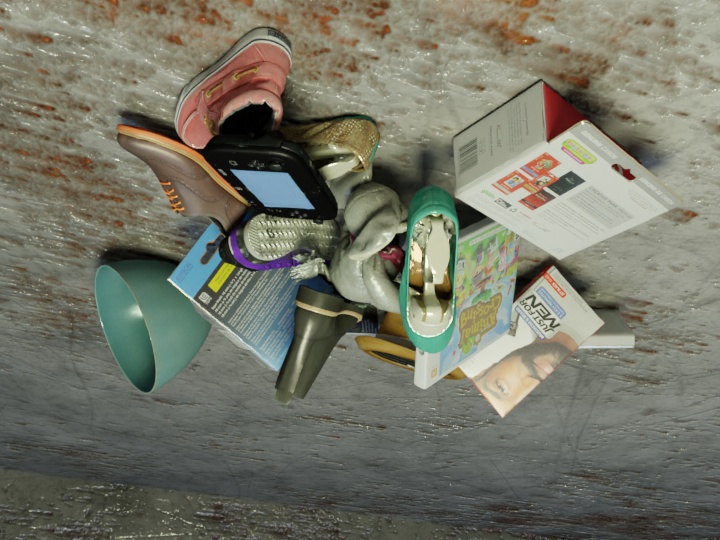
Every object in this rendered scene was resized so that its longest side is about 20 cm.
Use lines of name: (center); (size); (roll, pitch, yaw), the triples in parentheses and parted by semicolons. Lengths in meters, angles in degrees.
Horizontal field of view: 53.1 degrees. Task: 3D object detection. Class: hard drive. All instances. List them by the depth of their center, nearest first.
hard drive: (0.318, 0.091, 1.141); (0.194, 0.027, 0.132); (-1, -165, 8)

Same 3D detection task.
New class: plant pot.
plant pot: (-0.308, 0.068, 1.120); (0.133, 0.203, 0.200); (-23, 170, -37)

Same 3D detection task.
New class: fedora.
fedora: (0.091, 0.114, 1.164); (0.195, 0.084, 0.201); (16, 167, 4)

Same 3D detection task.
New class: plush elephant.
plush elephant: (0.024, -0.045, 0.874); (0.195, 0.168, 0.156); (3, 140, -27)

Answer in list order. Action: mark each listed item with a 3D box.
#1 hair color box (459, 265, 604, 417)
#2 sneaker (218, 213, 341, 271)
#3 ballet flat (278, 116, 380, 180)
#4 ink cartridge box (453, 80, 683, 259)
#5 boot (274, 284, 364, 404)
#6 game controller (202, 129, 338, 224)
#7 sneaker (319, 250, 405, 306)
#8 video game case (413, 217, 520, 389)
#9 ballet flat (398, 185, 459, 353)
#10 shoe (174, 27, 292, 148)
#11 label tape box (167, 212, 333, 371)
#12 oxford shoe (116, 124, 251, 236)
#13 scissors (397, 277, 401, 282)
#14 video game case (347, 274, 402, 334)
hair color box: (0.242, 0.102, 1.054); (0.200, 0.111, 0.064); (-44, 175, 6)
sneaker: (-0.108, -0.035, 0.955); (0.098, 0.071, 0.198); (-20, 168, 35)
ballet flat: (-0.074, -0.132, 0.829); (0.195, 0.067, 0.071); (-7, 150, 19)
ink cartridge box: (0.232, -0.112, 0.809); (0.197, 0.086, 0.174); (25, 145, -34)
boot: (-0.060, 0.099, 0.945); (0.076, 0.142, 0.200); (17, 176, 18)
game controller: (-0.089, -0.092, 0.758); (0.101, 0.043, 0.200); (-4, 165, 10)
sneaker: (0.000, 0.000, 1.048); (0.198, 0.088, 0.078); (6, 130, 50)
video game case: (0.140, 0.031, 0.918); (0.022, 0.198, 0.187); (22, 122, 37)
ballet flat: (0.075, 0.013, 0.785); (0.065, 0.071, 0.205); (0, 113, 2)
shoe: (-0.143, -0.161, 0.757); (0.070, 0.093, 0.198); (24, 145, -33)
label tape box: (-0.156, 0.020, 1.008); (0.200, 0.145, 0.063); (43, 163, -19)
oxford shoe: (-0.212, -0.105, 0.863); (0.198, 0.074, 0.071); (32, 173, -40)
scissors: (0.081, 0.045, 1.128); (0.072, 0.014, 0.200); (-23, 134, 25)
video game case: (0.019, 0.058, 1.204); (0.176, 0.024, 0.201); (1, 151, 4)
